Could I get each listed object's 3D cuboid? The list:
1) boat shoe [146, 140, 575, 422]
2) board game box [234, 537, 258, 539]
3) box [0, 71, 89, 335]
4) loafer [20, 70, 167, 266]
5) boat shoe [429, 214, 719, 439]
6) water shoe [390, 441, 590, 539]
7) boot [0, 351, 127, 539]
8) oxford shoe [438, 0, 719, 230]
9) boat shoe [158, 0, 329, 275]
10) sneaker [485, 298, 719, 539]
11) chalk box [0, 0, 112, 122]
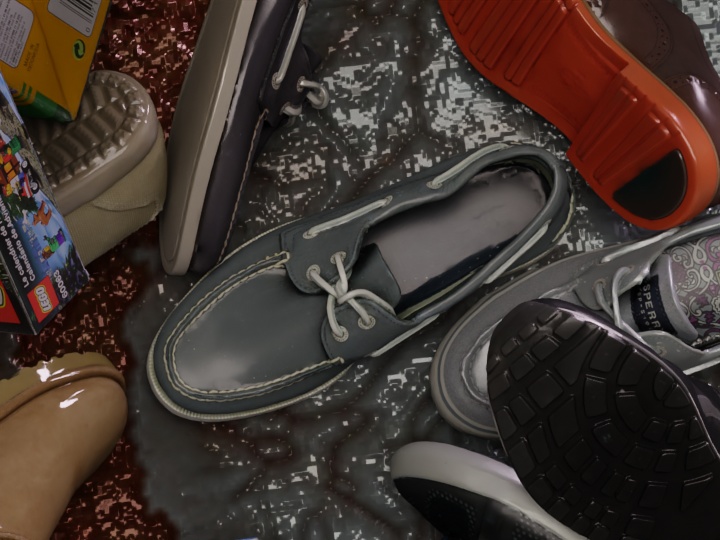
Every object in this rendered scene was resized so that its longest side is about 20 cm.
[{"bbox_3d":[0.000,0.000,1.046,0.200,0.062,0.073,-26,82,-8],"label":"boat shoe"},{"bbox_3d":[-0.126,0.218,1.001,0.196,0.056,0.200,-7,80,-5],"label":"board game box"},{"bbox_3d":[-0.211,-0.046,0.946,0.200,0.137,0.038,3,36,35],"label":"box"},{"bbox_3d":[-0.161,-0.005,1.033,0.200,0.068,0.076,-29,47,6],"label":"loafer"},{"bbox_3d":[0.124,0.013,1.046,0.201,0.072,0.070,-21,82,-6],"label":"boat shoe"},{"bbox_3d":[0.085,0.148,1.018,0.200,0.072,0.079,35,78,3],"label":"water shoe"},{"bbox_3d":[-0.102,0.141,0.938,0.175,0.066,0.200,-32,66,-35],"label":"boot"},{"bbox_3d":[0.098,-0.104,1.081,0.073,0.071,0.200,-20,69,-43],"label":"oxford shoe"},{"bbox_3d":[-0.036,-0.090,1.056,0.063,0.073,0.200,16,87,-18],"label":"boat shoe"},{"bbox_3d":[0.121,0.074,1.008,0.076,0.088,0.200,-42,112,16],"label":"sneaker"},{"bbox_3d":[-0.209,-0.148,1.013,0.200,0.124,0.125,10,77,29],"label":"chalk box"}]
